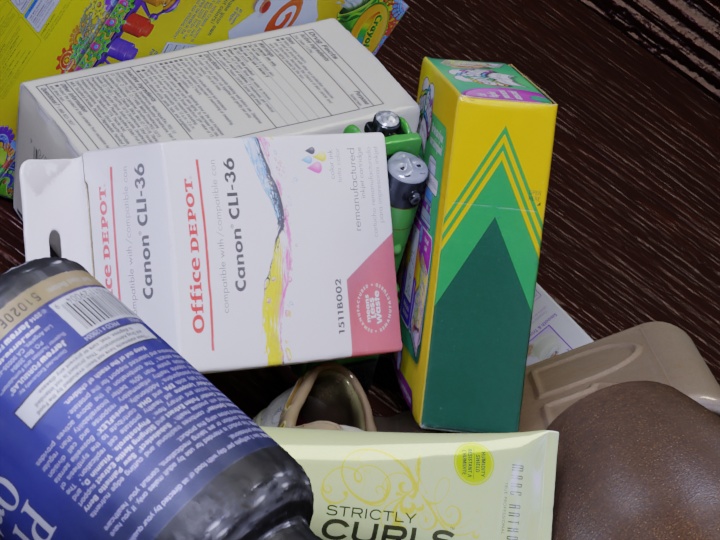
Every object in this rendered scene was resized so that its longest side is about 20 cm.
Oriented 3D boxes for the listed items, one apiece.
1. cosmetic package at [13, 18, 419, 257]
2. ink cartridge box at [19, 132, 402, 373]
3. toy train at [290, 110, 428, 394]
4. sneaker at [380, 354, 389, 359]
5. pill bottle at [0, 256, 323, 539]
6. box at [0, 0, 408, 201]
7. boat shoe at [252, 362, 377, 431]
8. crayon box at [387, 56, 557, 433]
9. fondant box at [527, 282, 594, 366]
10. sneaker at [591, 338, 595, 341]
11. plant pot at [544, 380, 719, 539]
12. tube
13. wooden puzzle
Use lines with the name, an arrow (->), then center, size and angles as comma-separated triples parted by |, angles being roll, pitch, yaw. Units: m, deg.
cosmetic package -> -0.080, -0.062, 1.619 | 0.199, 0.088, 0.103 | -14, 41, -27
ink cartridge box -> -0.073, -0.007, 1.486 | 0.067, 0.117, 0.199 | -5, 0, 45
toy train -> 0.000, 0.000, 1.611 | 0.041, 0.201, 0.057 | -10, 48, -26
sneaker -> 0.020, 0.009, 1.786 | 0.199, 0.100, 0.075 | 16, 25, -51
pill bottle -> -0.091, 0.095, 1.236 | 0.200, 0.112, 0.112 | 41, 15, 18
box -> -0.116, -0.130, 1.702 | 0.192, 0.200, 0.122 | 22, 19, -45
boat shoe -> -0.019, 0.104, 1.462 | 0.074, 0.067, 0.200 | 31, 16, -21
crayon box -> 0.058, -0.018, 1.585 | 0.058, 0.174, 0.200 | 7, 9, -6
fondant box -> 0.135, 0.096, 1.749 | 0.200, 0.058, 0.145 | 46, -9, 36
sneaker -> 0.184, 0.121, 1.907 | 0.200, 0.070, 0.093 | 42, -2, 29
plant pot -> 0.158, 0.154, 1.426 | 0.186, 0.187, 0.200 | 25, 25, -37
tube -> -0.004, 0.102, 1.375 | 0.199, 0.058, 0.052 | 7, 34, -13
wooden puzzle -> 0.096, 0.089, 1.597 | 0.185, 0.199, 0.047 | -96, 170, -79
